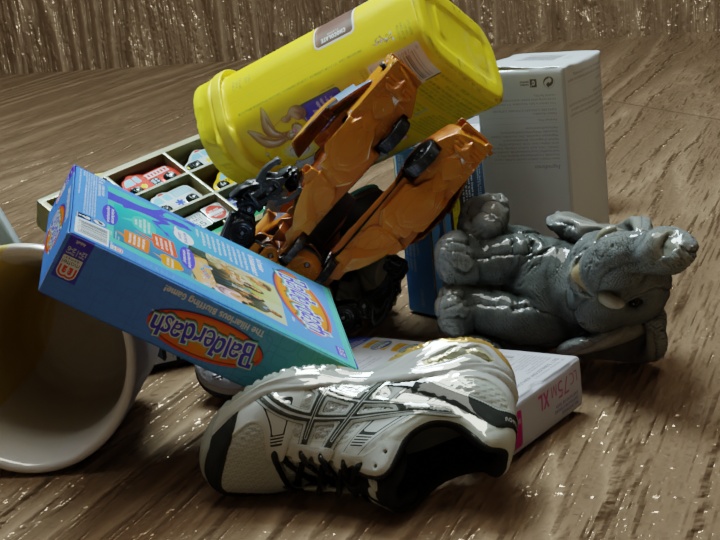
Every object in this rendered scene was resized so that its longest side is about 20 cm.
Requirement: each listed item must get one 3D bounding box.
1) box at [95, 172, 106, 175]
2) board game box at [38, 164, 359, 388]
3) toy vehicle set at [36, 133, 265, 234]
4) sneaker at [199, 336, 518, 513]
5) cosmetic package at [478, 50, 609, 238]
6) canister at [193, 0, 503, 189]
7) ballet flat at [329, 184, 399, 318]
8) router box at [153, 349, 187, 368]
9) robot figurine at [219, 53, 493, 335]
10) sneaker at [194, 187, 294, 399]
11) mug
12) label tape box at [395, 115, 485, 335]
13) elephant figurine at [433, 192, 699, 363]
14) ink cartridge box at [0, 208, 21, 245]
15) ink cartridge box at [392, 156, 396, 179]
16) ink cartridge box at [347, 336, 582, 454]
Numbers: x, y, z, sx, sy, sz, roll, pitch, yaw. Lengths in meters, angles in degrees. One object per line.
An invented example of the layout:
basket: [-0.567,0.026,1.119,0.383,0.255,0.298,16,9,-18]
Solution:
box: [-0.159,-0.057,1.387,0.199,0.076,0.050,-11,17,-25]
board game box: [-0.105,0.013,0.988,0.199,0.045,0.152,26,13,-16]
toy vehicle set: [-0.154,-0.051,1.288,0.124,0.027,0.199,36,44,28]
sneaker: [-0.004,0.102,0.901,0.199,0.076,0.088,-18,42,12]
cosmetic package: [0.156,-0.077,1.287,0.081,0.202,0.113,2,14,25]
canister: [-0.006,-0.135,1.194,0.199,0.087,0.148,-24,-24,24]
ballet flat: [0.000,0.000,1.279,0.068,0.069,0.200,-28,-15,-14]
router box: [-0.229,0.041,1.276,0.156,0.053,0.200,-11,15,-20]
robot figurine: [-0.007,-0.047,1.101,0.200,0.145,0.058,-47,16,9]
sneaker: [-0.072,0.038,1.196,0.077,0.112,0.201,24,53,6]
mug: [-0.221,0.037,1.076,0.150,0.186,0.153,-47,-1,10]
label tape box: [0.075,-0.044,1.298,0.063,0.145,0.200,2,16,28]
elephant figurine: [0.162,0.013,1.082,0.199,0.142,0.155,-6,27,27]
ink cartridge box: [-0.408,-0.036,1.284,0.199,0.174,0.044,-30,18,-6]
ink cartridge box: [0.139,-0.120,1.573,0.198,0.147,0.084,-9,13,-15]
ink cartridge box: [0.034,0.083,1.032,0.199,0.042,0.119,6,19,34]
